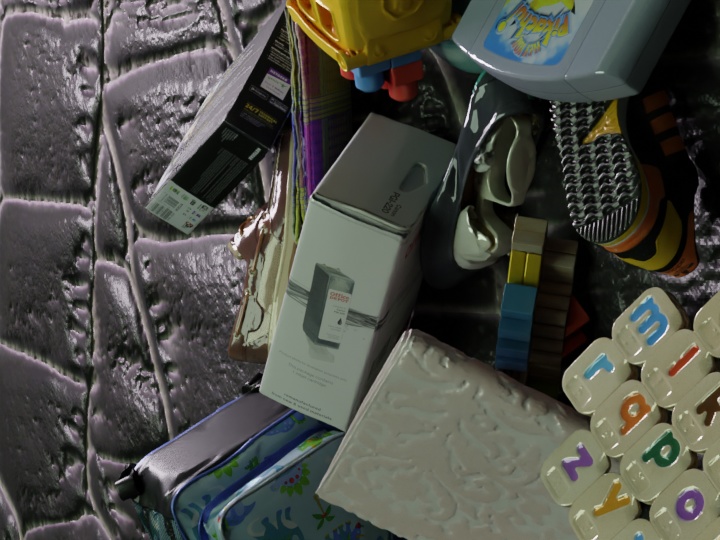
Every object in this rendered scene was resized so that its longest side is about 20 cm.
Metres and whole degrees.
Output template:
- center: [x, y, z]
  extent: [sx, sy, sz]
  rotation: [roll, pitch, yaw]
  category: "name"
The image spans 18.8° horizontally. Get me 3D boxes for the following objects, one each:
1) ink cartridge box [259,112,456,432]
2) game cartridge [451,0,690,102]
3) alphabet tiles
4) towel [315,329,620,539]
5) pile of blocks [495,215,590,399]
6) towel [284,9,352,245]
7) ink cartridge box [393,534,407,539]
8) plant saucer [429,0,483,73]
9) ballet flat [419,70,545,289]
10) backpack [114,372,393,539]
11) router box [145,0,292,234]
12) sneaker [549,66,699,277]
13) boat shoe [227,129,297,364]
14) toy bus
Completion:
- center: [0.000, 0.000, 1.691]
  extent: [0.085, 0.146, 0.200]
  rotation: [23, 127, 7]
  category: "ink cartridge box"
- center: [0.141, -0.179, 1.447]
  extent: [0.200, 0.040, 0.134]
  rotation: [23, 87, 58]
  category: "game cartridge"
- center: [0.208, 0.108, 1.389]
  extent: [0.196, 0.015, 0.200]
  rotation: [-47, 49, 19]
  category: "alphabet tiles"
- center: [0.088, 0.143, 1.546]
  extent: [0.191, 0.200, 0.032]
  rotation: [-60, 5, 46]
  category: "towel"
- center: [0.129, 0.062, 1.552]
  extent: [0.082, 0.062, 0.201]
  rotation: [-63, -21, -66]
  category: "pile of blocks"
- center: [-0.033, -0.121, 1.772]
  extent: [0.144, 0.023, 0.201]
  rotation: [-34, -57, -74]
  category: "towel"
- center: [-0.011, 0.214, 1.882]
  extent: [0.200, 0.042, 0.119]
  rotation: [65, 145, 33]
  category: "ink cartridge box"
- center: [0.073, -0.248, 1.633]
  extent: [0.200, 0.027, 0.201]
  rotation: [25, 119, 58]
  category: "plant saucer"
- center: [0.093, -0.055, 1.599]
  extent: [0.073, 0.073, 0.200]
  rotation: [52, 137, 43]
  category: "ballet flat"
- center: [-0.066, 0.214, 1.747]
  extent: [0.147, 0.183, 0.200]
  rotation: [19, 137, 54]
  category: "backpack"
- center: [-0.105, -0.133, 1.881]
  extent: [0.200, 0.051, 0.149]
  rotation: [-39, 22, 58]
  category: "router box"
- center: [0.181, -0.079, 1.426]
  extent: [0.070, 0.090, 0.200]
  rotation: [-33, 39, 33]
  category: "sneaker"
- center: [-0.077, -0.021, 1.796]
  extent: [0.072, 0.072, 0.201]
  rotation: [14, -100, -75]
  category: "boat shoe"
- center: [-0.005, -0.228, 1.643]
  extent: [0.200, 0.135, 0.192]
  rotation: [47, 152, 50]
  category: "toy bus"
